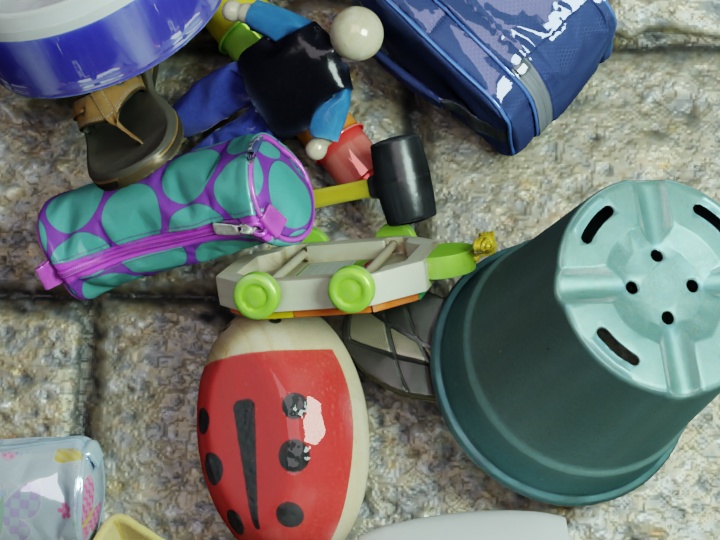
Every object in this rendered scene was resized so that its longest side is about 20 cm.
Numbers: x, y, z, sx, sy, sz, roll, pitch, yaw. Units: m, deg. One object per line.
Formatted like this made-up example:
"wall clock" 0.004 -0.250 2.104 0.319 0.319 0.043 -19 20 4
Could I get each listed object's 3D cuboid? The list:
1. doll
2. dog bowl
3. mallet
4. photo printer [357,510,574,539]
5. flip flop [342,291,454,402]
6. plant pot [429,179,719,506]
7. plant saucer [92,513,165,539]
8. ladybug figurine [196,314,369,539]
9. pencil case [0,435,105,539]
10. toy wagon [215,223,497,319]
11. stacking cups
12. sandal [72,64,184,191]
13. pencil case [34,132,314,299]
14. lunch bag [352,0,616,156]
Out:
"doll" -0.068 -0.139 1.394 0.200 0.048 0.137 -28 88 29
"dog bowl" -0.204 -0.220 1.411 0.200 0.079 0.200 -14 39 12
"mallet" -0.042 -0.062 1.400 0.199 0.041 0.066 -3 95 19
"photo printer" 0.073 0.233 1.277 0.166 0.200 0.070 -6 114 5
"flip flop" 0.082 0.066 1.383 0.199 0.058 0.081 10 72 -8
"plant pot" 0.169 0.040 1.276 0.200 0.196 0.201 5 69 -13
"plant saucer" -0.145 0.309 1.343 0.200 0.048 0.200 30 80 11
"ladybug figurine" -0.063 0.120 1.352 0.135 0.072 0.201 -15 79 27
"pencil case" -0.287 0.160 1.373 0.199 0.083 0.091 3 93 5
"toy wagon" 0.000 0.000 1.345 0.199 0.155 0.040 -3 103 15
"stacking cups" -0.052 -0.142 1.448 0.060 0.061 0.200 -37 81 -5
"sandal" -0.182 -0.129 1.399 0.082 0.055 0.200 -31 39 15
"pencil case" -0.138 -0.039 1.379 0.200 0.085 0.093 -15 30 25
"lunch bag" 0.077 -0.189 1.400 0.200 0.136 0.132 43 83 14
